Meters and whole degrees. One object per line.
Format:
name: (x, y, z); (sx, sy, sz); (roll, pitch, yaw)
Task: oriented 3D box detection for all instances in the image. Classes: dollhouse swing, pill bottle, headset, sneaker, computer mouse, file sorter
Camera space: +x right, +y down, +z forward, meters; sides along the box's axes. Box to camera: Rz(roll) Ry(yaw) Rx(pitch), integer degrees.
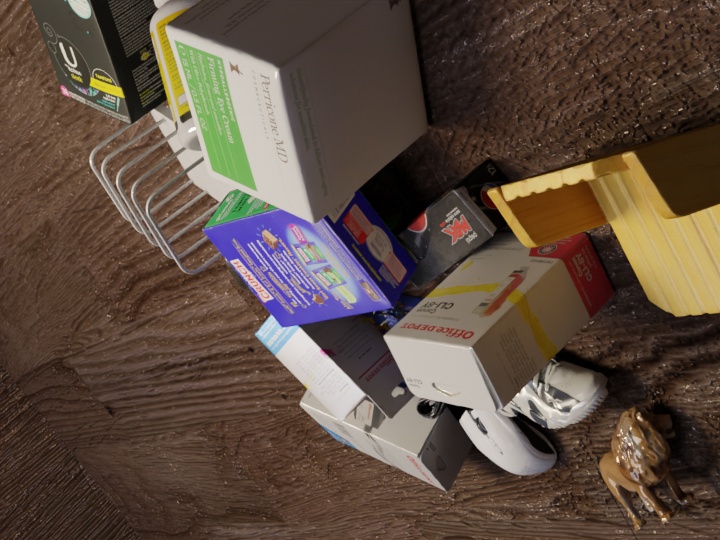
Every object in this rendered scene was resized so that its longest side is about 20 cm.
dollhouse swing: (0.255, -0.024, 1.153); (0.200, 0.181, 0.176); (-10, 97, 57)
pill bottle: (-0.178, -0.249, 1.471); (0.112, 0.112, 0.200); (-32, 72, 61)
headset: (-0.033, -0.106, 1.518); (0.200, 0.094, 0.124); (17, 145, -4)
sneaker: (0.191, 0.108, 1.480); (0.130, 0.080, 0.199); (49, 163, -19)
computer mouse: (0.167, 0.201, 1.614); (0.200, 0.044, 0.110); (39, 128, -11)
file sorter: (-0.239, -0.105, 1.623); (0.200, 0.124, 0.139); (35, 158, 49)

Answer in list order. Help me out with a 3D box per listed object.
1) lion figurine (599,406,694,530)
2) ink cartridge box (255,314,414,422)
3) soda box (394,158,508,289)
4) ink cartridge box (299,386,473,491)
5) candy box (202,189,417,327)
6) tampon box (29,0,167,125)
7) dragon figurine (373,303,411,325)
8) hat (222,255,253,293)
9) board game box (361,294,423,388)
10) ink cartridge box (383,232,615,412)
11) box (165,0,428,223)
lion figurine: (0.314, 0.231, 1.473); (0.123, 0.072, 0.200); (52, 157, 9)
ink cartridge box: (-0.023, 0.113, 1.638); (0.200, 0.115, 0.068); (45, 126, 6)
soda box: (0.102, -0.048, 1.433); (0.071, 0.063, 0.200); (49, 151, 0)
ink cartridge box: (0.038, 0.211, 1.755); (0.200, 0.084, 0.145); (21, 162, 31)
candy box: (-0.061, -0.026, 1.487); (0.200, 0.077, 0.169); (-12, 124, 45)
tampon box: (-0.319, -0.317, 1.623); (0.150, 0.126, 0.200); (26, 144, 35)
dragon figurine: (0.000, 0.000, 1.594); (0.200, 0.099, 0.059); (27, 145, 34)
hat: (-0.149, -0.025, 1.734); (0.201, 0.081, 0.201); (55, 173, 10)
board game box: (0.056, 0.096, 1.691); (0.200, 0.045, 0.135); (10, 134, 50)
ink cartridge box: (0.146, 0.048, 1.344); (0.145, 0.200, 0.084); (4, 129, 52)
box: (-0.060, -0.198, 1.330); (0.171, 0.200, 0.199); (24, 142, 34)
